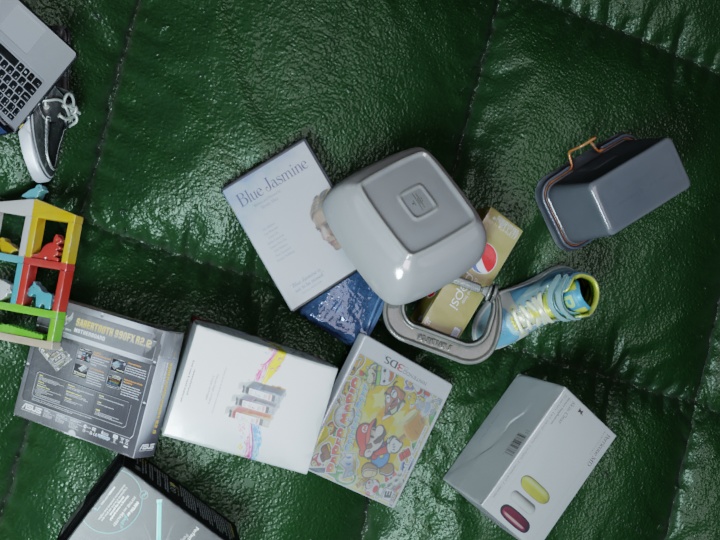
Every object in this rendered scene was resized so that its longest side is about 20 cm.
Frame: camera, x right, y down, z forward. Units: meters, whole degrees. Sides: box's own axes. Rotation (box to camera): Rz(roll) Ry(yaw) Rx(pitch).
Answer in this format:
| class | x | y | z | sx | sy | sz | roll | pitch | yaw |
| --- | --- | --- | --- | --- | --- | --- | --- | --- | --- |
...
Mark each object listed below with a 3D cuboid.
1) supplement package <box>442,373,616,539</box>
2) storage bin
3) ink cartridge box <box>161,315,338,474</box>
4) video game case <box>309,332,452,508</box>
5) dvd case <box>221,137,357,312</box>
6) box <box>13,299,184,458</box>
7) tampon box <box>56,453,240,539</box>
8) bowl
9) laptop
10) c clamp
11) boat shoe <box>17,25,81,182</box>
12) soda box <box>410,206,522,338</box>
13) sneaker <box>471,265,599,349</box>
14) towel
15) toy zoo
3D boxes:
| class | x | y | z | sx | sy | sz | roll | pitch | yaw |
| --- | --- | --- | --- | --- | --- | --- | --- | --- | --- |
| supplement package | 0.241 | 0.271 | 1.223 | 0.110 | 0.156 | 0.201 | 40 | 81 | -12 |
| storage bin | 0.383 | -0.131 | 1.266 | 0.198 | 0.134 | 0.148 | -30 | 98 | -13 |
| ink cartridge box | -0.150 | 0.163 | 1.126 | 0.196 | 0.145 | 0.148 | 19 | 86 | -14 |
| video game case | 0.024 | 0.217 | 1.209 | 0.180 | 0.023 | 0.203 | 31 | 84 | -30 |
| dvd case | -0.086 | -0.065 | 1.179 | 0.141 | 0.018 | 0.202 | -31 | 86 | -5 |
| box | -0.336 | 0.132 | 1.078 | 0.196 | 0.048 | 0.162 | 12 | 86 | 20 |
| tampon box | -0.276 | 0.359 | 1.106 | 0.199 | 0.126 | 0.151 | 40 | 82 | -12 |
| bowl | 0.068 | -0.073 | 1.150 | 0.197 | 0.075 | 0.202 | -27 | 74 | -28 |
| laptop | -0.487 | -0.259 | 1.017 | 0.187 | 0.116 | 0.201 | 41 | 90 | 12 |
| c clamp | 0.117 | 0.032 | 1.185 | 0.197 | 0.027 | 0.174 | 25 | 83 | 0 |
| boat shoe | -0.399 | -0.217 | 1.096 | 0.066 | 0.074 | 0.204 | -2 | 82 | 0 |
| soda box | 0.154 | 0.008 | 1.243 | 0.063 | 0.068 | 0.202 | 34 | 83 | -11 |
| sneaker | 0.262 | 0.055 | 1.239 | 0.198 | 0.130 | 0.081 | -33 | 99 | -11 |
| towel | 0.000 | 0.000 | 1.213 | 0.110 | 0.048 | 0.203 | 29 | 84 | -12 |
| toy zoo | -0.429 | -0.010 | 1.086 | 0.128 | 0.020 | 0.205 | 9 | 86 | 14 |
